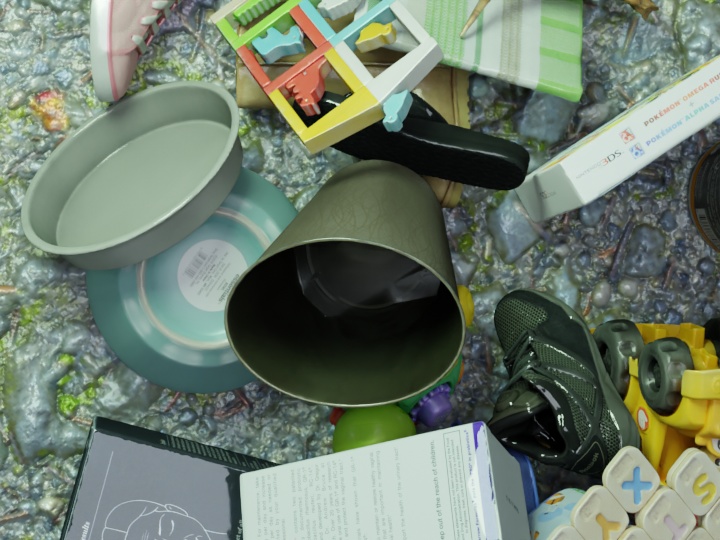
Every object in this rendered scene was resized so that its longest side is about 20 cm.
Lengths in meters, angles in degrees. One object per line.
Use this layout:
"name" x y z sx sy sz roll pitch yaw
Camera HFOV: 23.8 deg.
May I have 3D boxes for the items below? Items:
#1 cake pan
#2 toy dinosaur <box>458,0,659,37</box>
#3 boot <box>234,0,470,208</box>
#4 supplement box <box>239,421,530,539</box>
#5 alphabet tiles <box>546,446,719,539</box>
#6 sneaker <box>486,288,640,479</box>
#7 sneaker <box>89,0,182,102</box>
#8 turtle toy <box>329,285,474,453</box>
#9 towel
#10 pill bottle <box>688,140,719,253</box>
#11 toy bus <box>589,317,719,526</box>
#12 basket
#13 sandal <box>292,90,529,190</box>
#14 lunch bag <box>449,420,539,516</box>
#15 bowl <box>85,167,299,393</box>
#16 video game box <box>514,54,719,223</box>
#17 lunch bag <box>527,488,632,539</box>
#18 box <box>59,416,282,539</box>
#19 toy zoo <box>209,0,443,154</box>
"cake pan" -0.179 -0.074 1.375 0.200 0.200 0.037 -35 127 -6
"toy dinosaur" 0.167 -0.252 1.441 0.198 0.061 0.107 -2 54 -23
"boot" -0.009 -0.143 1.452 0.198 0.066 0.177 3 78 -8
"supplement box" 0.019 0.195 1.282 0.198 0.101 0.104 -15 62 15
"alphabet tiles" 0.225 0.239 1.326 0.200 0.015 0.196 -47 118 -15
"sneaker" 0.144 0.085 1.409 0.114 0.200 0.076 12 130 -37
"sneaker" -0.167 -0.237 1.420 0.104 0.075 0.202 7 86 -2
"turtle toy" 0.021 0.092 1.402 0.145 0.200 0.102 -8 113 17
"towel" 0.093 -0.215 1.442 0.198 0.031 0.150 16 49 -8
"pill bottle" 0.358 -0.064 1.430 0.115 0.200 0.117 0 91 -8
"toy bus" 0.275 0.141 1.424 0.135 0.200 0.194 1 96 -18
"basket" 0.000 0.000 1.332 0.179 0.200 0.137 0 114 8
"sandal" 0.042 -0.115 1.395 0.199 0.075 0.048 16 64 -6
"lunch bag" 0.085 0.227 1.425 0.131 0.136 0.202 -9 97 -21
"bowl" -0.130 0.006 1.414 0.199 0.105 0.203 0 91 -7
"video game box" 0.227 -0.110 1.414 0.182 0.200 0.047 -35 91 -7
"lunch bag" 0.157 0.280 1.346 0.199 0.075 0.161 -36 109 -18
"box" -0.146 0.221 1.412 0.198 0.107 0.150 16 88 -8
"toy zoo" -0.022 -0.177 1.358 0.131 0.020 0.200 -36 55 0
